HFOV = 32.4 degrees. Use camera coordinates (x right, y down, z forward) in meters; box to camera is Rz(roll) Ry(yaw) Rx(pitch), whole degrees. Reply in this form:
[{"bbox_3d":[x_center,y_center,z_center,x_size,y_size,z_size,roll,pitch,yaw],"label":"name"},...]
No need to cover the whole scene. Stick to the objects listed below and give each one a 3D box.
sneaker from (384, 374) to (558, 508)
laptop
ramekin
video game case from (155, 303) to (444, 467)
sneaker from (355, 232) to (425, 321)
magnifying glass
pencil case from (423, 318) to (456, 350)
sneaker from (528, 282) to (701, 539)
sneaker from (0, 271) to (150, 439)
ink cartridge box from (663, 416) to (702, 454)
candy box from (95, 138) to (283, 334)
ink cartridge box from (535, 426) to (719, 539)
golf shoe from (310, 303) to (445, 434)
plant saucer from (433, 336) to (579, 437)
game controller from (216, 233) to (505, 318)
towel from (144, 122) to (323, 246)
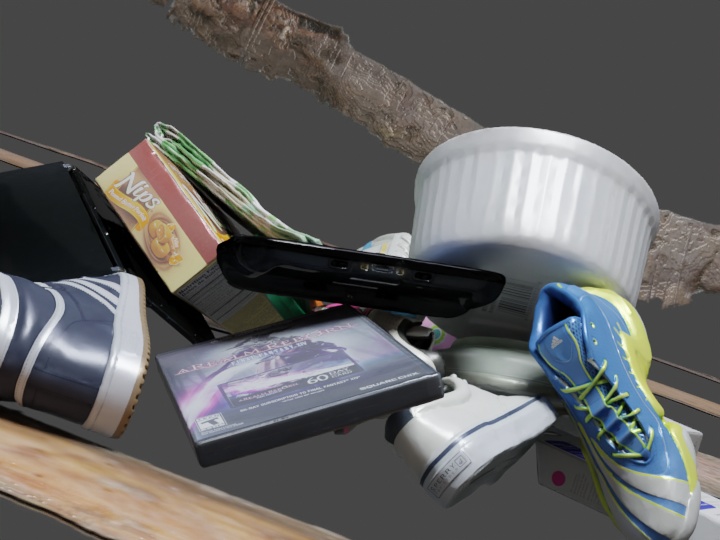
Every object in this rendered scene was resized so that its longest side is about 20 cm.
[{"bbox_3d":[0.077,0.100,0.822,0.071,0.073,0.200,47,14,16],"label":"sneaker"},{"bbox_3d":[-0.218,0.005,0.937,0.200,0.103,0.178,47,4,-41],"label":"laptop"},{"bbox_3d":[0.131,-0.012,0.978,0.198,0.099,0.201,11,-30,6],"label":"ramekin"},{"bbox_3d":[-0.047,0.064,0.768,0.141,0.019,0.200,-15,14,-13],"label":"video game case"},{"bbox_3d":[0.026,0.006,1.103,0.077,0.081,0.200,52,-4,-13],"label":"sneaker"},{"bbox_3d":[-0.058,0.019,1.029,0.080,0.022,0.200,59,4,13],"label":"magnifying glass"},{"bbox_3d":[0.117,0.072,1.125,0.198,0.089,0.087,6,-4,38],"label":"pencil case"},{"bbox_3d":[0.158,0.092,0.836,0.105,0.076,0.201,26,38,-37],"label":"sneaker"},{"bbox_3d":[-0.184,0.030,0.714,0.108,0.071,0.200,19,7,-17],"label":"sneaker"},{"bbox_3d":[0.204,0.133,1.206,0.175,0.045,0.199,15,5,-46],"label":"ink cartridge box"},{"bbox_3d":[-0.127,-0.016,1.000,0.116,0.055,0.200,52,1,20],"label":"candy box"},{"bbox_3d":[0.201,0.163,0.908,0.199,0.037,0.094,24,6,35],"label":"ink cartridge box"},{"bbox_3d":[0.011,0.065,0.911,0.091,0.073,0.200,-15,13,-4],"label":"golf shoe"},{"bbox_3d":[0.121,0.089,0.990,0.198,0.051,0.200,10,-13,2],"label":"plant saucer"},{"bbox_3d":[0.000,0.000,0.868,0.198,0.043,0.104,8,-15,-17],"label":"game controller"},{"bbox_3d":[-0.078,-0.039,1.016,0.199,0.023,0.153,36,-6,31],"label":"towel"}]
